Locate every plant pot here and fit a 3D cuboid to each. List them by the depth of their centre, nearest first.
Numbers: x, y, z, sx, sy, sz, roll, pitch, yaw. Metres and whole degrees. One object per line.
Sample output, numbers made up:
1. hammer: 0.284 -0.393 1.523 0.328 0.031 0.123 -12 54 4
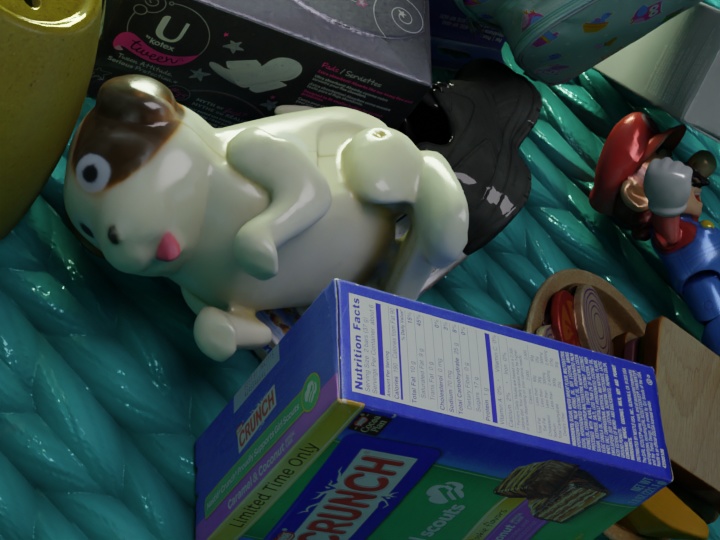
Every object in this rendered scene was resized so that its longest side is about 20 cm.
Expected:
1. plant pot: -0.215 -0.125 0.783 0.200 0.142 0.201 30 42 -32

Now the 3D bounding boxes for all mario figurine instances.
1. mario figurine: 0.246 -0.029 1.078 0.106 0.123 0.201 -25 80 -20

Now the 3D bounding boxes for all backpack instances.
1. backpack: 0.139 -0.225 1.022 0.200 0.175 0.154 19 48 -57

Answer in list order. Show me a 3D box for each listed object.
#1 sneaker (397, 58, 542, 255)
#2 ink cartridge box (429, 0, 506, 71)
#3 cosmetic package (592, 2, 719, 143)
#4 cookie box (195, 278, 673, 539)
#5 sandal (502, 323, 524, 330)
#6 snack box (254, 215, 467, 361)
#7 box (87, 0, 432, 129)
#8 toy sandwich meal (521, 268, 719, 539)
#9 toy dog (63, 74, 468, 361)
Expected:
1. sneaker: 0.067 -0.098 1.007 0.091 0.076 0.200 37 28 -17
2. ink cartridge box: 0.061 -0.242 1.153 0.099 0.039 0.201 4 59 -33
3. cosmetic package: 0.255 -0.152 1.126 0.107 0.090 0.200 22 11 -19
4. cookie box: 0.034 0.101 0.808 0.199 0.171 0.075 16 49 -24
5. sandal: 0.083 0.065 0.945 0.199 0.054 0.081 -12 67 -39
6. snack box: 0.000 0.000 0.954 0.072 0.024 0.200 49 46 5
7. box: -0.065 -0.164 0.961 0.199 0.115 0.133 18 52 -24
8. toy sandwich meal: 0.179 0.086 0.955 0.205 0.070 0.206 28 51 -41
9. toy dog: -0.064 -0.044 0.837 0.199 0.140 0.194 6 52 -24
